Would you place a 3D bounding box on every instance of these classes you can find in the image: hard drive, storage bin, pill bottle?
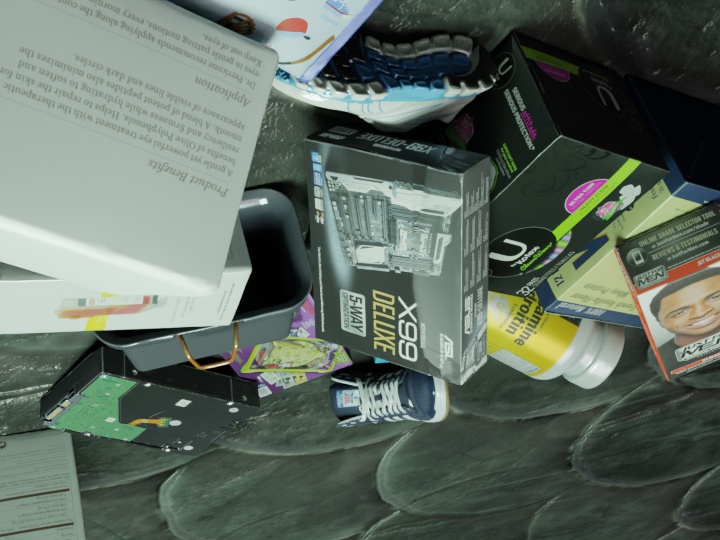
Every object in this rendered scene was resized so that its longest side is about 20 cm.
[{"bbox_3d":[-0.230,0.146,1.283,0.200,0.038,0.140,17,139,-36],"label":"hard drive"},{"bbox_3d":[-0.146,0.029,1.095,0.199,0.146,0.134,-13,157,-7],"label":"storage bin"},{"bbox_3d":[0.172,0.045,1.217,0.200,0.112,0.112,27,130,-17],"label":"pill bottle"}]

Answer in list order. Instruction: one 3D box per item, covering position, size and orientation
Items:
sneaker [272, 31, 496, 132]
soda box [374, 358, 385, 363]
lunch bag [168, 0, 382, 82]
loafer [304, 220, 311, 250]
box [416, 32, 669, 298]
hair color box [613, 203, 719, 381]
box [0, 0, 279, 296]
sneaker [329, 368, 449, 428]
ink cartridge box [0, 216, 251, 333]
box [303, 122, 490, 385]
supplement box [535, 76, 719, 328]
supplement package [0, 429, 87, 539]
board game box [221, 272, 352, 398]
[{"bbox_3d":[0.011,-0.146,0.965,0.199,0.075,0.087,1,148,-25],"label":"sneaker"},{"bbox_3d":[0.108,0.052,1.299,0.199,0.064,0.068,-3,144,-21],"label":"soda box"},{"bbox_3d":[-0.041,-0.246,0.752,0.200,0.124,0.170,-45,139,18],"label":"lunch bag"},{"bbox_3d":[0.000,0.000,1.157,0.070,0.068,0.201,-56,143,-13],"label":"loafer"},{"bbox_3d":[0.145,-0.088,1.061,0.148,0.125,0.200,10,139,-36],"label":"box"},{"bbox_3d":[0.314,0.026,1.114,0.101,0.061,0.200,-24,145,11],"label":"hair color box"},{"bbox_3d":[-0.199,-0.089,0.769,0.199,0.172,0.200,20,168,-32],"label":"box"},{"bbox_3d":[0.028,0.143,1.342,0.108,0.070,0.200,-3,172,-15],"label":"sneaker"},{"bbox_3d":[-0.206,-0.031,0.961,0.199,0.145,0.083,-1,145,-23],"label":"ink cartridge box"},{"bbox_3d":[0.032,-0.015,1.011,0.050,0.157,0.201,-35,132,-46],"label":"box"},{"bbox_3d":[0.290,-0.056,1.162,0.200,0.135,0.200,10,138,-35],"label":"supplement box"},{"bbox_3d":[-0.366,0.296,1.306,0.117,0.200,0.117,-7,146,-16],"label":"supplement package"},{"bbox_3d":[-0.091,0.071,1.267,0.120,0.032,0.200,-17,148,6],"label":"board game box"}]
